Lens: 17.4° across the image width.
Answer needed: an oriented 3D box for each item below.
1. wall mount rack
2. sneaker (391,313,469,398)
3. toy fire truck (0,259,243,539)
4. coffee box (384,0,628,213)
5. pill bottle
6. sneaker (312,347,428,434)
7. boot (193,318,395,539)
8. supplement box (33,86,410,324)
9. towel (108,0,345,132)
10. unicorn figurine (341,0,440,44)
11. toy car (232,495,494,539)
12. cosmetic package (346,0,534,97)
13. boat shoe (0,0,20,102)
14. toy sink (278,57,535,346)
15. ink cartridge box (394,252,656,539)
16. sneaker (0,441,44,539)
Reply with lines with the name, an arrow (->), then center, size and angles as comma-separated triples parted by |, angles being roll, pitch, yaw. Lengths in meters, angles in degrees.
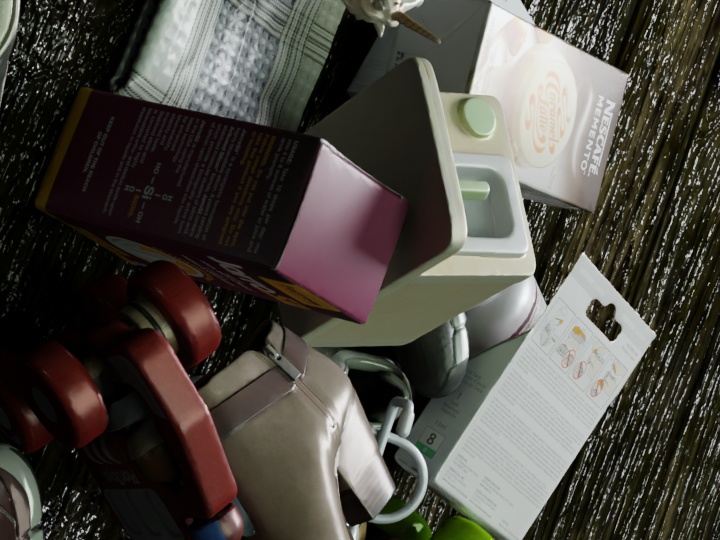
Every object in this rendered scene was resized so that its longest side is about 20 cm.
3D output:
wall mount rack -> -0.048, 0.153, 1.591 | 0.199, 0.075, 0.174 | 18, 89, -13
sneaker -> 0.000, 0.000, 1.670 | 0.115, 0.075, 0.201 | -4, 71, -42
toy fire truck -> -0.134, 0.096, 1.425 | 0.112, 0.200, 0.168 | -37, 102, -25
coffee box -> 0.104, -0.121, 1.708 | 0.200, 0.080, 0.115 | 17, 87, -53
pill bottle -> 0.093, 0.045, 1.806 | 0.110, 0.109, 0.200 | -56, 140, -27
sneaker -> 0.008, 0.097, 1.729 | 0.200, 0.088, 0.074 | 15, 87, -56
boot -> -0.059, 0.130, 1.482 | 0.146, 0.070, 0.200 | 51, 39, -12
supplement box -> -0.086, -0.041, 1.454 | 0.110, 0.199, 0.086 | 33, 75, -53
towel -> -0.073, -0.169, 1.575 | 0.192, 0.034, 0.201 | 35, 72, -53
unicorn figurine -> 0.009, -0.246, 1.610 | 0.200, 0.074, 0.137 | 60, 36, -4
toy car -> -0.023, 0.193, 1.677 | 0.164, 0.158, 0.200 | -48, 124, -24
cosmetic package -> 0.081, -0.135, 1.783 | 0.151, 0.052, 0.200 | -60, 141, -19
boat shoe -> -0.239, -0.108, 1.361 | 0.067, 0.057, 0.201 | 6, 92, -18
toy sink -> 0.036, -0.042, 1.538 | 0.112, 0.200, 0.131 | 0, 69, -35
ink cartridge box -> 0.125, 0.093, 1.748 | 0.200, 0.050, 0.161 | -58, 144, -7
sneaker -> -0.244, 0.212, 1.431 | 0.115, 0.076, 0.201 | -18, 98, -42
